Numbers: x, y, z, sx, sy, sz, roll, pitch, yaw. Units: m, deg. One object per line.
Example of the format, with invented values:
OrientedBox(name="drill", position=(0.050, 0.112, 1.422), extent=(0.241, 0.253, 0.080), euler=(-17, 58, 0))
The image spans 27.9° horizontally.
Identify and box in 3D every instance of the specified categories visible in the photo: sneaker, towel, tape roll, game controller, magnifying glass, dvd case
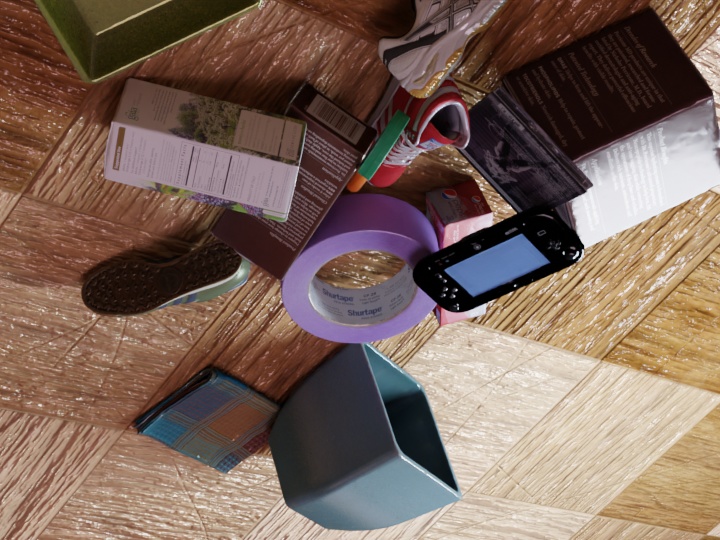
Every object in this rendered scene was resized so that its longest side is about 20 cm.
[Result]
OrientedBox(name="sneaker", position=(0.060, -0.146, 1.637), extent=(0.071, 0.113, 0.201), euler=(-2, 137, -26))
OrientedBox(name="towel", position=(-0.194, 0.209, 1.981), extent=(0.146, 0.022, 0.200), euler=(-36, 140, 15))
OrientedBox(name="sneaker", position=(0.099, -0.282, 1.535), extent=(0.200, 0.088, 0.076), euler=(-48, 176, -3))
OrientedBox(name="tape roll", position=(0.000, 0.000, 1.774), extent=(0.198, 0.066, 0.201), euler=(-4, 137, -4))
OrientedBox(name="game controller", position=(0.160, -0.011, 1.692), extent=(0.199, 0.042, 0.104), euler=(-26, 141, 29))
OrientedBox(name="magnifying glass", position=(0.013, -0.124, 1.601), extent=(0.080, 0.022, 0.200), euler=(-58, -178, -16))
OrientedBox(name="sneaker", position=(-0.222, 0.018, 1.711), extent=(0.198, 0.068, 0.090), euler=(-15, 166, 9))
OrientedBox(name="dvd case", position=(0.173, -0.127, 1.630), extent=(0.016, 0.149, 0.200), euler=(-45, -176, -15))

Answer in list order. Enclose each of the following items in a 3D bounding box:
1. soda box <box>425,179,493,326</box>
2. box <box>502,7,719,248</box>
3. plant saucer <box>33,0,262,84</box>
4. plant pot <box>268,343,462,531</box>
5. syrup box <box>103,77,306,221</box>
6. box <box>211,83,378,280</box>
OrientedBox(name="soda box", position=(0.124, -0.020, 1.853), extent=(0.069, 0.064, 0.201), euler=(-15, 141, -11))
OrientedBox(name="box", position=(0.298, -0.164, 1.699), extent=(0.199, 0.165, 0.166), euler=(-25, 141, 0))
OrientedBox(name="plant saucer", position=(-0.216, -0.296, 1.376), extent=(0.198, 0.048, 0.201), euler=(-25, 141, 0))
OrientedBox(name="plant pot", position=(-0.011, 0.249, 1.989), extent=(0.199, 0.197, 0.196), euler=(-31, 142, 15))
OrientedBox(name="syrup box", position=(-0.162, -0.126, 1.515), extent=(0.198, 0.079, 0.082), euler=(13, 132, -5))
OrientedBox(name="box", position=(-0.074, -0.097, 1.623), extent=(0.100, 0.075, 0.200), euler=(34, 121, -4))
